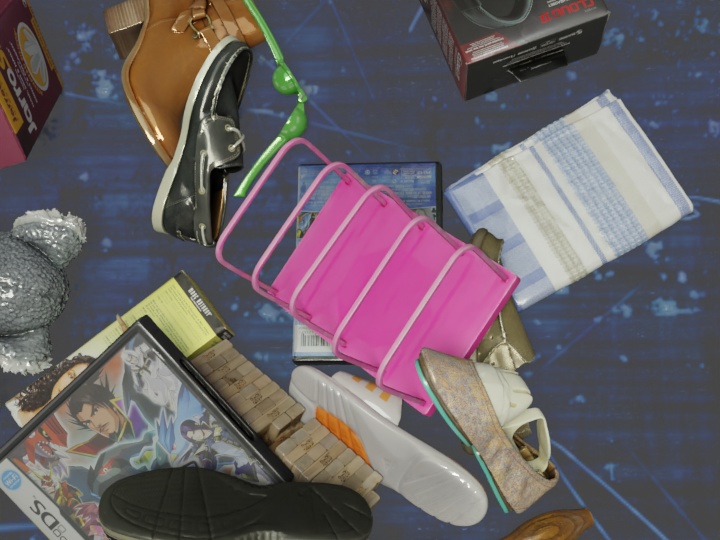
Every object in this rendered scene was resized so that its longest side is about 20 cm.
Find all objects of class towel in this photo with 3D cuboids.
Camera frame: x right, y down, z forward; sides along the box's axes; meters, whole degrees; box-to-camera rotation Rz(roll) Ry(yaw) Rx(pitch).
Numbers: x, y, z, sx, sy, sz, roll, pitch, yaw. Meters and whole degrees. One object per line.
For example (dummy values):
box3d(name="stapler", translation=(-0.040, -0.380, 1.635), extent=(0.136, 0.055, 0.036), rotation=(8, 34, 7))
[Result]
box3d(name="towel", translation=(0.197, -0.068, 0.834), extent=(0.200, 0.024, 0.147), rotation=(-30, 75, -3))

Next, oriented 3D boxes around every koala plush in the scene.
box3d(name="koala plush", translation=(-0.360, 0.007, 0.791), extent=(0.199, 0.184, 0.178), rotation=(16, 75, -3))

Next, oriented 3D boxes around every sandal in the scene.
box3d(name="sandal", translation=(0.027, 0.146, 0.758), extent=(0.206, 0.079, 0.059), rotation=(30, 37, 22))

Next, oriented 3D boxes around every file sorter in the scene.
box3d(name="file sorter", translation=(0.000, 0.000, 0.725), extent=(0.200, 0.125, 0.139), rotation=(34, 90, 30))

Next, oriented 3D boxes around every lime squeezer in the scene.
box3d(name="lime squeezer", translation=(-0.087, -0.173, 0.872), extent=(0.070, 0.038, 0.201), rotation=(2, 94, 8))

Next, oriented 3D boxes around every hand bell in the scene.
box3d(name="hand bell", translation=(0.104, 0.239, 0.729), extent=(0.199, 0.104, 0.104), rotation=(-16, 72, -14))

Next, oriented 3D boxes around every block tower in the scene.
box3d(name="block tower", translation=(-0.071, 0.149, 0.759), extent=(0.200, 0.058, 0.054), rotation=(40, 42, 16))

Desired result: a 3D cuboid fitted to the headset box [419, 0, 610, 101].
box3d(name="headset box", translation=(0.144, -0.276, 0.873), extent=(0.148, 0.077, 0.201), rotation=(-19, 71, -1))

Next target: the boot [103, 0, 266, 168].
box3d(name="boot", translation=(-0.164, -0.209, 0.888), extent=(0.155, 0.077, 0.201), rotation=(-18, 65, -5))

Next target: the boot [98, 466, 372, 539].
box3d(name="boot", translation=(-0.102, 0.233, 0.683), extent=(0.203, 0.154, 0.074), rotation=(6, 35, -10))

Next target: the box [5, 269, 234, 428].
box3d(name="box", translation=(-0.218, 0.091, 0.804), extent=(0.200, 0.050, 0.075), rotation=(-39, 77, -8))

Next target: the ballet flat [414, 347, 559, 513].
box3d(name="ballet flat", translation=(0.108, 0.117, 0.687), extent=(0.067, 0.200, 0.068), rotation=(-27, 40, 7))

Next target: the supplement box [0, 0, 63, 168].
box3d(name="supplement box", translation=(-0.353, -0.178, 0.814), extent=(0.085, 0.111, 0.200), rotation=(-14, 32, 1))

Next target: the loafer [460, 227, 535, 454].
box3d(name="loafer", translation=(0.121, 0.062, 0.777), extent=(0.067, 0.076, 0.201), rotation=(1, 83, 4))

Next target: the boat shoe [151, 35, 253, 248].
box3d(name="boat shoe", translation=(-0.135, -0.121, 0.834), extent=(0.067, 0.072, 0.201), rotation=(21, 98, 15))

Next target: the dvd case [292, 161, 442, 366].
box3d(name="dvd case", translation=(0.009, -0.009, 0.833), extent=(0.142, 0.018, 0.201), rotation=(-1, 72, 4))

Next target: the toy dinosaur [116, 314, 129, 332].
box3d(name="toy dinosaur", translation=(-0.177, 0.149, 0.753), extent=(0.106, 0.060, 0.201), rotation=(11, 94, -14))

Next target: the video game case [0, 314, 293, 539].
box3d(name="video game case", translation=(-0.187, 0.167, 0.725), extent=(0.200, 0.026, 0.181), rotation=(-41, 94, 14))
